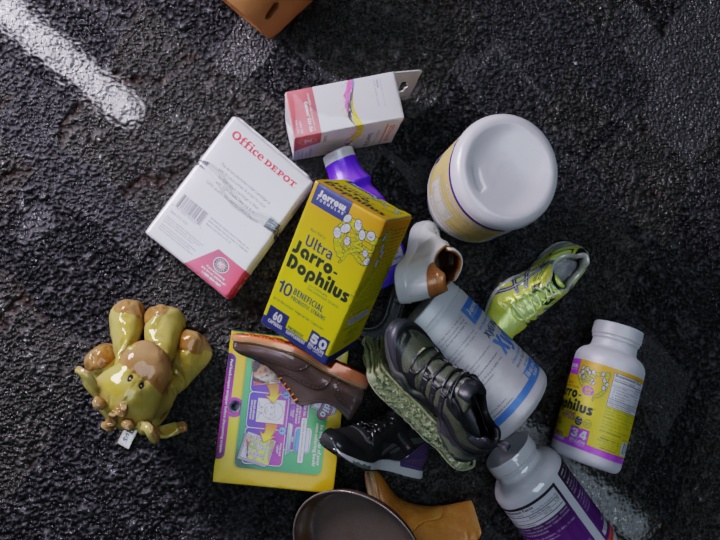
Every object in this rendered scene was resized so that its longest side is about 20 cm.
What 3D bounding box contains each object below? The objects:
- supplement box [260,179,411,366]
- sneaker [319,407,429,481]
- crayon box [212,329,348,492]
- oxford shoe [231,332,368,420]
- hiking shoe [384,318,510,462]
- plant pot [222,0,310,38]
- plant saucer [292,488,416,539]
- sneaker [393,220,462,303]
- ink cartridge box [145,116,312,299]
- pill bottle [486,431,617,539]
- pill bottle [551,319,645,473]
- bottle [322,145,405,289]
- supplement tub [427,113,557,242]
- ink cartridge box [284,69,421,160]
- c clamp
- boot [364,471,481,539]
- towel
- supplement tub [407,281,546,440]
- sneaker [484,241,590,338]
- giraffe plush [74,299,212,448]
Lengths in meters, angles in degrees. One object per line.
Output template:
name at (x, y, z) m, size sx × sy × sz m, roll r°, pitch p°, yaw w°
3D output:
supplement box at (-0.031, -0.002, 0.849) m, size 0.107 × 0.109 × 0.205 m, roll 28°, pitch 107°, yaw 16°
sneaker at (0.025, 0.222, 0.894) m, size 0.198 × 0.075 × 0.090 m, roll 26°, pitch 84°, yaw -44°
crayon box at (-0.110, 0.196, 0.919) m, size 0.167 × 0.058 × 0.207 m, roll 8°, pitch 84°, yaw -8°
oxford shoe at (-0.085, 0.139, 0.864) m, size 0.195 × 0.071 × 0.075 m, roll 22°, pitch 85°, yaw -6°
hiking shoe at (0.109, 0.137, 0.801) m, size 0.075 × 0.100 × 0.202 m, roll -36°, pitch 90°, yaw -35°
plant pot at (-0.139, -0.425, 0.905) m, size 0.198 × 0.200 × 0.141 m, roll 38°, pitch 99°, yaw -3°
plant saucer at (0.000, 0.379, 0.888) m, size 0.194 × 0.032 × 0.206 m, roll 9°, pitch 113°, yaw 20°
sneaker at (0.105, -0.014, 0.898) m, size 0.082 × 0.201 × 0.075 m, roll -7°, pitch 115°, yaw 18°
ink cartridge box at (-0.179, -0.085, 0.917) m, size 0.143 × 0.084 × 0.202 m, roll 37°, pitch 83°, yaw -3°
pill bottle at (0.268, 0.336, 0.931) m, size 0.111 × 0.112 × 0.202 m, roll -37°, pitch 91°, yaw -8°
pill bottle at (0.354, 0.181, 0.957) m, size 0.101 × 0.104 × 0.206 m, roll 18°, pitch 83°, yaw -5°
bottle at (0.002, -0.072, 0.926) m, size 0.081 × 0.065 × 0.205 m, roll -22°, pitch 90°, yaw -10°
supplement tub at (0.172, -0.118, 0.907) m, size 0.140 × 0.200 × 0.151 m, roll 1°, pitch 86°, yaw -7°
ink cartridge box at (-0.007, -0.221, 0.933) m, size 0.194 × 0.116 × 0.070 m, roll -13°, pitch 86°, yaw -7°
c clamp at (0.000, 0.000, 0.967) m, size 0.166 × 0.027 × 0.207 m, roll 13°, pitch 83°, yaw -11°
boot at (0.094, 0.353, 0.933) m, size 0.140 × 0.071 × 0.207 m, roll -20°, pitch 95°, yaw -11°
towel at (0.077, 0.177, 0.900) m, size 0.199 × 0.149 × 0.037 m, roll 42°, pitch 102°, yaw -10°
supplement tub at (0.151, 0.126, 0.917) m, size 0.200 × 0.132 × 0.132 m, roll 44°, pitch 82°, yaw 0°
sneaker at (0.259, 0.028, 0.970) m, size 0.075 × 0.076 × 0.200 m, roll 44°, pitch 84°, yaw -4°
giraffe plush at (-0.292, 0.143, 0.846) m, size 0.167 × 0.162 × 0.207 m, roll 11°, pitch 84°, yaw -6°
